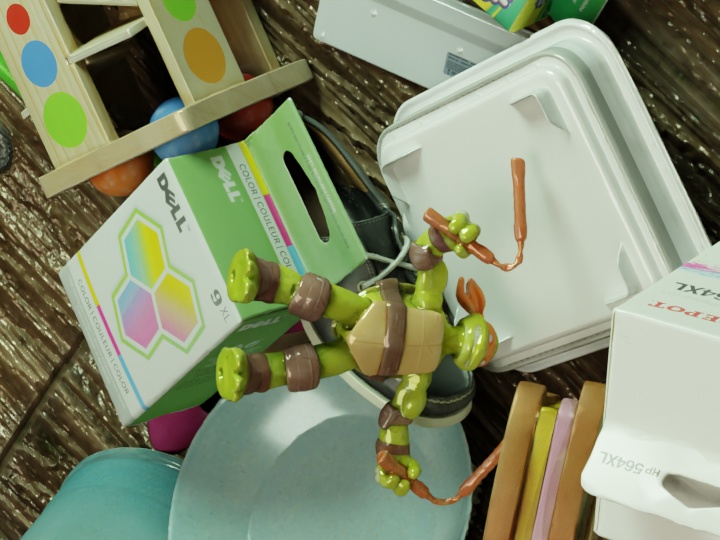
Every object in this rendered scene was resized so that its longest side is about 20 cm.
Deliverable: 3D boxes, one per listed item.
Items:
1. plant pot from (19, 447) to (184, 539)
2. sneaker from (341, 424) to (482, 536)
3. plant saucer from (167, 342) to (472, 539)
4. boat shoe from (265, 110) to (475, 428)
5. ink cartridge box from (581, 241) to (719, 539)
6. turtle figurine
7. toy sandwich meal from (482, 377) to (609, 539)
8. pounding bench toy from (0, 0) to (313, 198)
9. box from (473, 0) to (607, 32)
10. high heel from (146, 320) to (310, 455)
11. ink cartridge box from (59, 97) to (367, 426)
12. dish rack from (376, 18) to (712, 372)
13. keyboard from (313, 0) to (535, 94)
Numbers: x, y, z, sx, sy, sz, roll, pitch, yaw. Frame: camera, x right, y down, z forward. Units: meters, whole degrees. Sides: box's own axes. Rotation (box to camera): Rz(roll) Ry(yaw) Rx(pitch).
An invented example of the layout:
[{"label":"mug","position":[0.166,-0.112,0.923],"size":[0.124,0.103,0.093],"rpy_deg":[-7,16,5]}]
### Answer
[{"label":"plant pot","position":[-0.154,0.243,1.621],"size":[0.200,0.188,0.200],"rpy_deg":[19,132,23]},{"label":"sneaker","position":[-0.001,0.174,1.595],"size":[0.099,0.070,0.200],"rpy_deg":[33,116,25]},{"label":"plant saucer","position":[-0.017,0.140,1.521],"size":[0.201,0.039,0.201],"rpy_deg":[-12,65,28]},{"label":"boat shoe","position":[0.000,0.000,1.486],"size":[0.200,0.072,0.068],"rpy_deg":[57,148,20]},{"label":"ink cartridge box","position":[0.209,0.068,1.315],"size":[0.128,0.200,0.125],"rpy_deg":[15,115,30]},{"label":"turtle figurine","position":[0.009,0.025,1.412],"size":[0.064,0.161,0.200],"rpy_deg":[-121,40,-63]},{"label":"toy sandwich meal","position":[0.101,0.124,1.416],"size":[0.070,0.205,0.205],"rpy_deg":[14,117,2]},{"label":"pounding bench toy","position":[-0.155,-0.120,1.555],"size":[0.200,0.124,0.156],"rpy_deg":[-22,94,39]},{"label":"box","position":[0.064,-0.217,1.414],"size":[0.200,0.048,0.117],"rpy_deg":[41,126,14]},{"label":"high heel","position":[-0.058,0.057,1.584],"size":[0.096,0.067,0.200],"rpy_deg":[47,124,26]},{"label":"ink cartridge box","position":[-0.087,-0.002,1.495],"size":[0.200,0.059,0.104],"rpy_deg":[-40,70,48]},{"label":"dish rack","position":[0.090,-0.030,1.438],"size":[0.200,0.044,0.172],"rpy_deg":[-23,94,53]},{"label":"keyboard","position":[0.058,-0.119,1.478],"size":[0.200,0.011,0.056],"rpy_deg":[26,125,26]}]
